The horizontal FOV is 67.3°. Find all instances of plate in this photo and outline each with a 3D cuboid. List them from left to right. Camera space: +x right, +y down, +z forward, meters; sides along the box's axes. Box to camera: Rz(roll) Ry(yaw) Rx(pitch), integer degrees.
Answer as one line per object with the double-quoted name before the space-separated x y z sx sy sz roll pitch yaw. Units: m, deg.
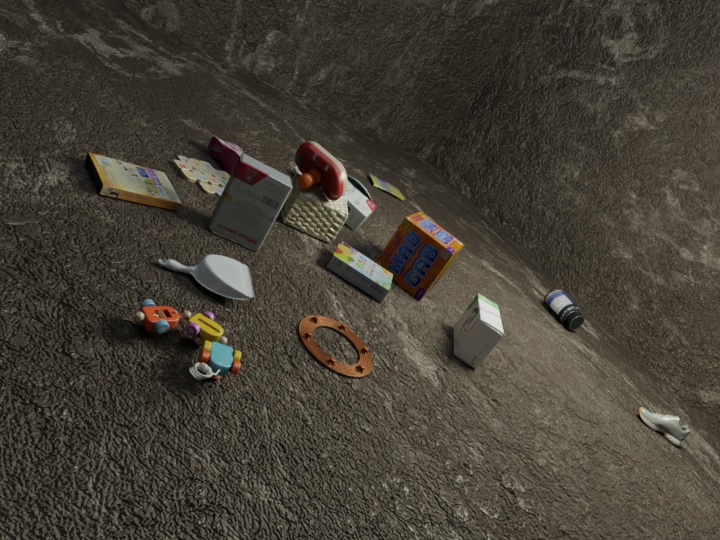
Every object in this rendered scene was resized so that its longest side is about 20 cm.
"plate" -0.020 -0.310 2.141 0.199 0.026 0.201 37 -21 17

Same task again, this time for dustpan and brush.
"dustpan and brush" -0.335 0.003 1.172 0.199 0.057 0.140 29 19 -32

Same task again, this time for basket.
"basket" -0.147 -0.195 1.736 0.198 0.136 0.124 22 26 -25

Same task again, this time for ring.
"ring" -0.053 0.170 1.260 0.199 0.019 0.201 29 23 -13

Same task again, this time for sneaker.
"sneaker" -0.418 -0.374 1.793 0.200 0.082 0.088 46 26 26
"sneaker" 1.160 0.575 2.069 0.199 0.092 0.076 35 21 3

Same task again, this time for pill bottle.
"pill bottle" 0.977 0.188 2.596 0.111 0.112 0.201 19 26 -32

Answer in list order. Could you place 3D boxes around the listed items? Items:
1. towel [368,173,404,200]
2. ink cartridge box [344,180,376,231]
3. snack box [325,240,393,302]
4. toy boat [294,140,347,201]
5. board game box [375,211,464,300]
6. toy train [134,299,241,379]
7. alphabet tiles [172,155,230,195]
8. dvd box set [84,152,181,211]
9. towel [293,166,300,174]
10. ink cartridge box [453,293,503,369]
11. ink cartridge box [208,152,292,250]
"towel" 0.134 -0.427 2.793 0.198 0.023 0.144 23 25 -26
"ink cartridge box" -0.052 -0.262 2.033 0.200 0.083 0.145 42 29 -1
"snack box" 0.000 0.000 1.649 0.199 0.053 0.142 33 22 -4
"toy boat" -0.137 -0.289 1.655 0.200 0.131 0.131 41 58 11
"board game box" 0.204 -0.054 1.857 0.199 0.201 0.200 38 21 10
"toy train" -0.300 0.130 0.942 0.200 0.056 0.149 42 24 27
"alphabet tiles" -0.462 -0.286 1.634 0.199 0.015 0.196 5 36 -52
"dvd box set" -0.554 -0.215 1.326 0.199 0.030 0.147 9 33 -49
"towel" -0.161 -0.320 2.123 0.190 0.032 0.201 18 27 -38
"ink cartridge box" 0.356 0.182 1.654 0.083 0.146 0.200 31 22 -3
"ink cartridge box" -0.287 -0.175 1.401 0.145 0.201 0.083 25 20 -23
